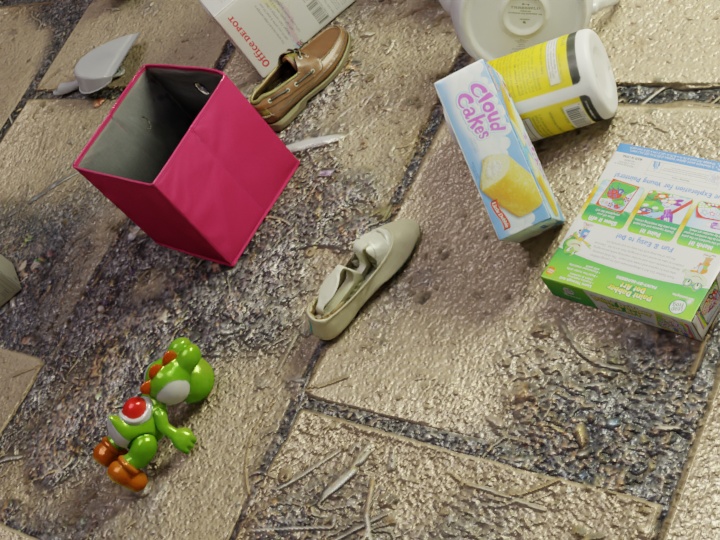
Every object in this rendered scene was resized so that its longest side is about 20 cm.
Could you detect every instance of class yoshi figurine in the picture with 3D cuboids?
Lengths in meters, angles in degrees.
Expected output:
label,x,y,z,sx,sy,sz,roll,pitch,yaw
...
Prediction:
label,x,y,z,sx,sy,sz,roll,pitch,yaw
yoshi figurine,-0.255,0.184,1.544,0.200,0.112,0.112,-58,3,4

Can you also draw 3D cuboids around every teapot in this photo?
label,x,y,z,sx,sy,sz,roll,pitch,yaw
teapot,0.213,-0.364,1.570,0.197,0.200,0.146,-40,23,23

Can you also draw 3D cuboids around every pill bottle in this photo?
label,x,y,z,sx,sy,sz,roll,pitch,yaw
pill bottle,0.211,-0.220,1.490,0.199,0.114,0.115,-15,49,26

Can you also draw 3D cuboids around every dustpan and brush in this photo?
label,x,y,z,sx,sy,sz,roll,pitch,yaw
dustpan and brush,-0.494,-0.360,2.169,0.199,0.057,0.140,-6,42,24

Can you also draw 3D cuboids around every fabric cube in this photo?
label,x,y,z,sx,sy,sz,roll,pitch,yaw
fabric cube,-0.248,-0.155,1.711,0.196,0.199,0.200,14,66,43

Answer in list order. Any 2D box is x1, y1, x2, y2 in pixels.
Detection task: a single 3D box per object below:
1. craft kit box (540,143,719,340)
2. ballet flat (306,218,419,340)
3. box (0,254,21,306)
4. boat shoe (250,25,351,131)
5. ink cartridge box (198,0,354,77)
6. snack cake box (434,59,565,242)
label,x,y,z,sx,sy,sz,roll,pitch,yaw
craft kit box,0.331,-0.038,1.312,0.200,0.049,0.198,20,67,44
ballet flat,0.000,0.000,1.504,0.069,0.069,0.200,26,74,45
box,-0.660,0.049,1.926,0.200,0.095,0.078,-39,42,1
boat shoe,-0.090,-0.307,1.812,0.072,0.068,0.200,21,70,46
ink cartridge box,-0.145,-0.447,1.907,0.200,0.147,0.146,-40,43,2
snack cake box,0.164,-0.136,1.389,0.067,0.115,0.201,-25,83,18
